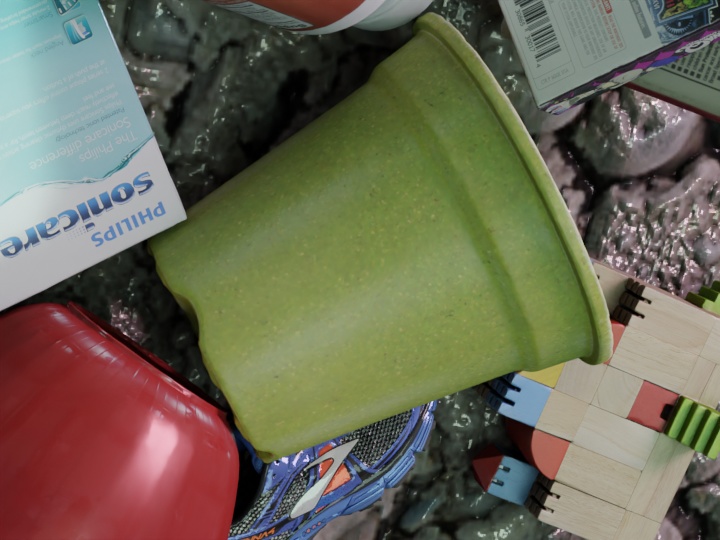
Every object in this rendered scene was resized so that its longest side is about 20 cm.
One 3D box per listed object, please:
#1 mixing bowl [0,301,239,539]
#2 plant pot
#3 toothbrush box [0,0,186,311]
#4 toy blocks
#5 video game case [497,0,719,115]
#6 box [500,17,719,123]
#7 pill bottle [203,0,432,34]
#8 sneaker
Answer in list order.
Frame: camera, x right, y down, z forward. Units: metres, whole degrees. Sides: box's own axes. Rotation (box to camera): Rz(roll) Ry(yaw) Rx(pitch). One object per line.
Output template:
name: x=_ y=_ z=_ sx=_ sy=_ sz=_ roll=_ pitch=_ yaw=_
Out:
mixing bowl: x=-0.133 y=0.086 z=0.846 sx=0.200 sy=0.200 sz=0.109 roll=38 pitch=87 yaw=-29
plant pot: x=0.000 y=0.000 z=0.890 sx=0.184 sy=0.200 sz=0.201 roll=-28 pitch=116 yaw=-5
toothbrush box: x=-0.191 y=-0.088 z=0.827 sx=0.146 sy=0.085 sz=0.200 roll=-28 pitch=115 yaw=-14
toy blocks: x=0.133 y=0.074 z=1.030 sx=0.136 sy=0.100 sz=0.201 roll=22 pitch=96 yaw=-16
video game case: x=0.136 y=-0.203 z=0.858 sx=0.181 sy=0.036 sz=0.201 roll=-25 pitch=77 yaw=21
box: x=0.196 y=-0.142 z=0.907 sx=0.109 sy=0.200 sz=0.128 roll=6 pitch=108 yaw=-65
pill bottle: x=-0.042 y=-0.175 z=0.820 sx=0.200 sy=0.112 sz=0.113 roll=10 pitch=104 yaw=-54
sneaker: x=-0.033 y=0.102 z=0.954 sx=0.200 sy=0.075 sz=0.078 roll=-48 pitch=127 yaw=-13
